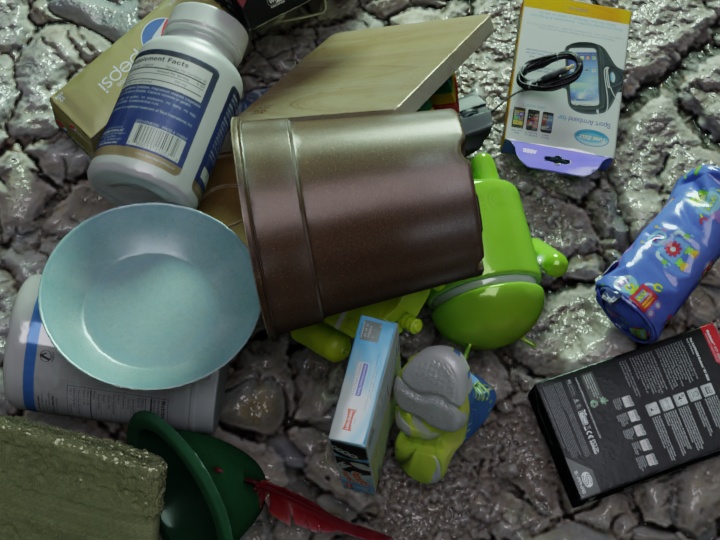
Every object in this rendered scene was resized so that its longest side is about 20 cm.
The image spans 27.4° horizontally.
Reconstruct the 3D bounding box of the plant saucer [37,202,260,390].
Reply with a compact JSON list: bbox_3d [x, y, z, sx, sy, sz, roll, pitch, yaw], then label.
[{"bbox_3d":[-0.190,0.029,1.340,0.200,0.039,0.201,3,56,-4],"label":"plant saucer"}]

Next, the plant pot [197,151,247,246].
[{"bbox_3d":[-0.132,-0.056,1.460,0.199,0.028,0.200,-7,45,7],"label":"plant pot"}]

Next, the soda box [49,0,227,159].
[{"bbox_3d":[-0.226,-0.207,1.532,0.064,0.068,0.200,43,74,9],"label":"soda box"}]

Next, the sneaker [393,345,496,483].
[{"bbox_3d":[0.083,0.113,1.387,0.076,0.200,0.105,35,56,16],"label":"sneaker"}]

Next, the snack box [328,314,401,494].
[{"bbox_3d":[0.007,0.129,1.365,0.037,0.200,0.116,13,70,8],"label":"snack box"}]

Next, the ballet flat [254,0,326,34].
[{"bbox_3d":[-0.038,-0.316,1.593,0.200,0.067,0.064,-30,103,-12],"label":"ballet flat"}]

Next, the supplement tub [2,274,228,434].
[{"bbox_3d":[-0.228,0.080,1.403,0.199,0.132,0.132,7,71,-1],"label":"supplement tub"}]

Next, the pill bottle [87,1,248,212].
[{"bbox_3d":[-0.180,-0.156,1.437,0.111,0.111,0.200,18,69,2],"label":"pill bottle"}]

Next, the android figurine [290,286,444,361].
[{"bbox_3d":[0.000,0.000,1.431,0.200,0.041,0.182,24,85,43],"label":"android figurine"}]

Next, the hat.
[{"bbox_3d":[-0.100,0.185,1.393,0.176,0.201,0.165,-27,31,-30],"label":"hat"}]

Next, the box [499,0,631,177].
[{"bbox_3d":[0.218,-0.192,1.573,0.119,0.041,0.201,10,74,0],"label":"box"}]

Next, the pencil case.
[{"bbox_3d":[0.317,-0.020,1.501,0.087,0.078,0.200,36,73,17],"label":"pencil case"}]

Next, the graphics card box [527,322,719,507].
[{"bbox_3d":[0.280,0.143,1.458,0.199,0.051,0.126,-18,74,-11],"label":"graphics card box"}]

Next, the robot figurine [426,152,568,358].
[{"bbox_3d":[0.115,-0.012,1.464,0.175,0.116,0.201,-8,72,-15],"label":"robot figurine"}]

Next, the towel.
[{"bbox_3d":[-0.271,0.209,1.355,0.199,0.036,0.149,12,115,13],"label":"towel"}]

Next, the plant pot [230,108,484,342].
[{"bbox_3d":[0.000,-0.051,1.299,0.198,0.200,0.201,-9,72,0],"label":"plant pot"}]

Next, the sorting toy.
[{"bbox_3d":[0.013,-0.172,1.471,0.200,0.070,0.199,0,33,37],"label":"sorting toy"}]

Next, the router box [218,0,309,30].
[{"bbox_3d":[-0.092,-0.336,1.529,0.150,0.062,0.200,-28,36,-11],"label":"router box"}]

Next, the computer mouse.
[{"bbox_3d":[0.139,-0.174,1.532,0.200,0.034,0.059,-31,61,6],"label":"computer mouse"}]
